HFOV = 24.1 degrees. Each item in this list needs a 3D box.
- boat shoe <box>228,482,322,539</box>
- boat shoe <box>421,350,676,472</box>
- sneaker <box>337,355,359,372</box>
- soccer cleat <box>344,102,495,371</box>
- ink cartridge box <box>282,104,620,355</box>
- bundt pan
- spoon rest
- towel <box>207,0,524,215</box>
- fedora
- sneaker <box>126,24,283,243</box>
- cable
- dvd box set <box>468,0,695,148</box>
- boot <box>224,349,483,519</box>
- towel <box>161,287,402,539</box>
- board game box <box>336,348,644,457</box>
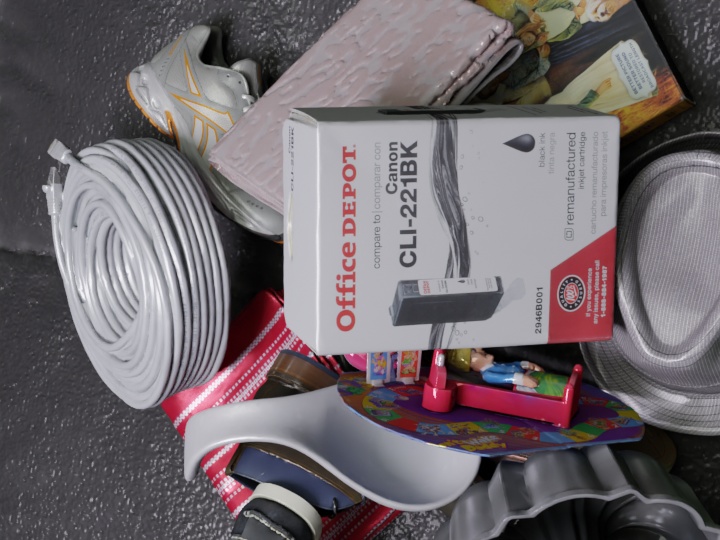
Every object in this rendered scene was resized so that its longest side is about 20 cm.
[{"bbox_3d":[-0.064,0.230,1.182,0.071,0.201,0.068,17,52,15],"label":"boat shoe"},{"bbox_3d":[0.119,0.117,1.162,0.199,0.072,0.073,16,117,21],"label":"boat shoe"},{"bbox_3d":[0.000,0.000,1.218,0.070,0.083,0.201,-19,77,24],"label":"sneaker"},{"bbox_3d":[0.052,-0.020,1.158,0.069,0.086,0.201,29,95,3],"label":"soccer cleat"},{"bbox_3d":[0.055,-0.029,1.063,0.198,0.084,0.146,-2,100,-14],"label":"ink cartridge box"},{"bbox_3d":[0.134,0.188,1.084,0.202,0.202,0.076,-40,34,19],"label":"bundt pan"},{"bbox_3d":[-0.017,0.112,1.112,0.198,0.061,0.100,0,61,-6],"label":"spoon rest"},{"bbox_3d":[-0.001,-0.120,1.178,0.200,0.032,0.191,-44,32,-6],"label":"towel"},{"bbox_3d":[0.215,0.003,1.089,0.176,0.090,0.202,16,88,23],"label":"fedora"},{"bbox_3d":[-0.096,-0.110,1.287,0.092,0.076,0.200,-44,69,13],"label":"sneaker"},{"bbox_3d":[-0.166,0.000,1.273,0.199,0.069,0.202,15,113,56],"label":"cable"},{"bbox_3d":[0.118,-0.131,1.197,0.199,0.029,0.147,-30,74,22],"label":"dvd box set"},{"bbox_3d":[0.003,0.149,1.174,0.199,0.075,0.097,33,71,4],"label":"boot"},{"bbox_3d":[-0.058,0.130,1.273,0.145,0.022,0.201,-44,68,19],"label":"towel"},{"bbox_3d":[0.087,0.069,1.075,0.158,0.199,0.039,27,114,55],"label":"board game box"}]
